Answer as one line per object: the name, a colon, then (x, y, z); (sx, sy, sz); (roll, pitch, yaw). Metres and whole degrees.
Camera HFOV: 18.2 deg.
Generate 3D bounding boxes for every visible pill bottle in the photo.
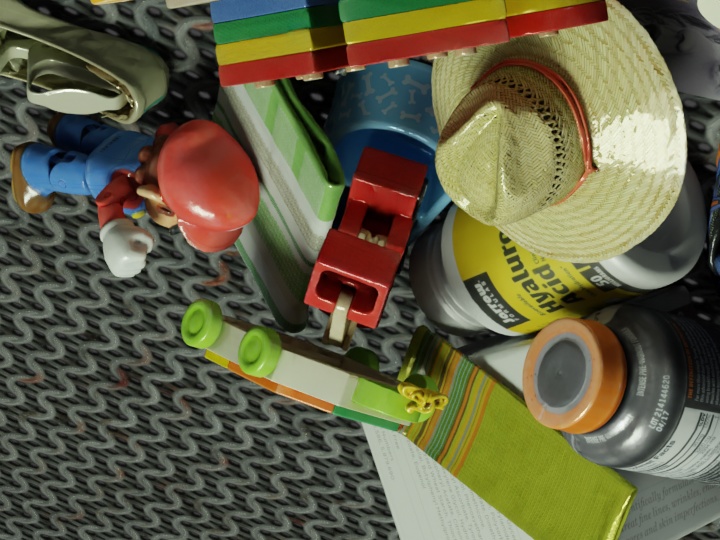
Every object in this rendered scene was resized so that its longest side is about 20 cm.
pill bottle: (0.198, 0.080, 1.455); (0.200, 0.107, 0.106); (14, 159, -39)
pill bottle: (0.124, -0.019, 1.487); (0.111, 0.112, 0.200); (34, 147, -24)

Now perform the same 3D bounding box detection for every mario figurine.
mario figurine: (-0.148, -0.049, 1.550); (0.200, 0.124, 0.106); (13, 169, 40)

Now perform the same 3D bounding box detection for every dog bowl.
dog bowl: (0.013, -0.070, 1.529); (0.111, 0.050, 0.200); (26, 150, -10)

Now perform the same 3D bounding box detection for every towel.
towel: (-0.056, -0.062, 1.522); (0.031, 0.150, 0.200); (-21, 157, -22)
towel: (0.096, 0.123, 1.506); (0.200, 0.018, 0.086); (37, 128, 31)

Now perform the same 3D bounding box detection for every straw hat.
straw hat: (0.091, -0.074, 1.332); (0.201, 0.085, 0.202); (25, 130, 33)

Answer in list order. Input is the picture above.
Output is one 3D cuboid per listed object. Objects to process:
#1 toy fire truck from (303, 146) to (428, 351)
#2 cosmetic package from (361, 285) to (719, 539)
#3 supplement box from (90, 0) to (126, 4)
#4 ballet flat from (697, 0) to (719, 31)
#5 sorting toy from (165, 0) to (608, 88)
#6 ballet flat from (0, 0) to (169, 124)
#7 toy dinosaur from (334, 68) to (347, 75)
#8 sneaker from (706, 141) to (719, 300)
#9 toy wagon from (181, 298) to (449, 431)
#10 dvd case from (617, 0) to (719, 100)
toy fire truck: (0.000, 0.000, 1.460); (0.049, 0.141, 0.200); (18, 149, 2)
cosmetic package: (0.136, 0.123, 1.598); (0.200, 0.165, 0.166); (-18, 90, 47)
supplement box: (-0.106, -0.253, 1.148); (0.073, 0.126, 0.201); (-5, 112, 34)
ballet flat: (0.185, -0.186, 1.204); (0.068, 0.072, 0.200); (-7, 134, 33)
sorting toy: (0.033, -0.150, 1.222); (0.198, 0.200, 0.070); (-4, 98, 39)
ballet flat: (-0.229, -0.147, 1.527); (0.199, 0.070, 0.070); (18, 150, 4)
toy dinosaur: (-0.025, -0.160, 1.414); (0.199, 0.048, 0.088); (16, 143, -1)
sneaker: (0.252, -0.013, 1.456); (0.075, 0.079, 0.200); (8, 148, 19)
toy wagon: (-0.021, 0.069, 1.479); (0.155, 0.040, 0.200); (18, -177, -39)
dvd case: (0.185, -0.156, 1.326); (0.199, 0.016, 0.149); (12, 148, 13)
